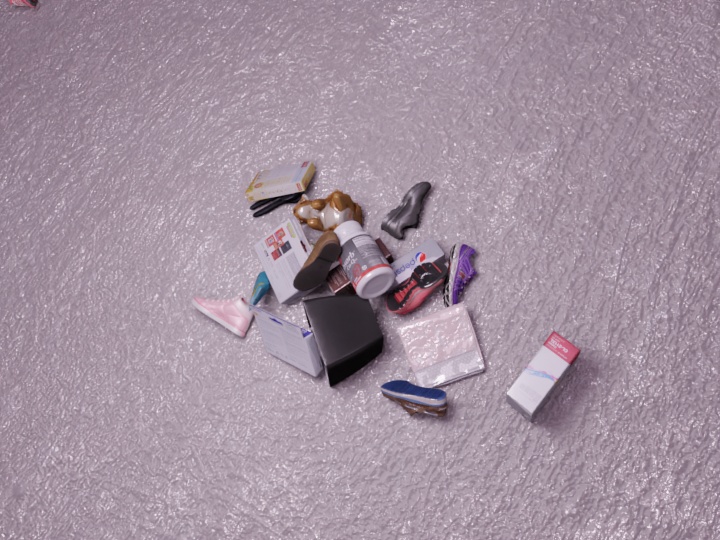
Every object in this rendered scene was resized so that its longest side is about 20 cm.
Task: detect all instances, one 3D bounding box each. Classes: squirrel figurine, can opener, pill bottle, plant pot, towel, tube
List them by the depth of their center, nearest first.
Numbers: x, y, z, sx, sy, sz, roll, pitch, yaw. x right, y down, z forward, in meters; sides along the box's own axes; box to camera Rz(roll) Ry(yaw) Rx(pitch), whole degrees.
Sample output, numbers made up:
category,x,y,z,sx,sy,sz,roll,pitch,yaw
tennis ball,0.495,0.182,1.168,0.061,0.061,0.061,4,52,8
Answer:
category,x,y,z,sx,sy,sz,roll,pitch,yaw
towel,0.220,0.210,1.608,0.197,0.032,0.194,-20,82,5
pill bottle,0.002,-0.032,1.609,0.115,0.116,0.201,-32,57,1
plant pot,-0.040,0.176,1.626,0.175,0.200,0.202,-18,67,-8
tube,-0.291,0.055,1.723,0.050,0.200,0.078,23,105,-8
squirrel figurine,-0.101,-0.171,1.779,0.184,0.199,0.144,7,106,31
can opener,-0.265,-0.229,1.885,0.197,0.079,0.064,-20,75,16

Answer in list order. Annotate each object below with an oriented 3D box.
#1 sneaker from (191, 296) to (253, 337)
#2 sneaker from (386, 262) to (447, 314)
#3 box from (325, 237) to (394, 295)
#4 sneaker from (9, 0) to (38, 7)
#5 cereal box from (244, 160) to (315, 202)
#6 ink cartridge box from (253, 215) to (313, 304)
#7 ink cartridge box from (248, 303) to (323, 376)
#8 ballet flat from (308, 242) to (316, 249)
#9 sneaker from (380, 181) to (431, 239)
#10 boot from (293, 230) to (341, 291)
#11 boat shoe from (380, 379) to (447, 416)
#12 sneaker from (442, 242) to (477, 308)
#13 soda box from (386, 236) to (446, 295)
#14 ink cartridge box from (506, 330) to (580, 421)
category,x,y,z,sx,sy,sz,roll,pitch,yaw
sneaker,-0.409,0.109,1.791,0.198,0.075,0.106,30,84,13
sneaker,0.162,0.051,1.661,0.199,0.087,0.074,-38,59,7
box,0.000,0.000,1.720,0.198,0.100,0.075,-32,67,0
sneaker,-1.425,-1.137,2.482,0.200,0.074,0.087,41,97,26
cereal box,-0.250,-0.281,1.861,0.197,0.040,0.145,-7,34,19
ink cartridge box,-0.195,-0.032,1.741,0.175,0.084,0.202,-33,75,24
ink cartridge box,-0.204,0.181,1.635,0.198,0.202,0.041,20,50,32
ballet flat,-0.124,-0.064,1.791,0.197,0.070,0.071,-7,69,11
sneaker,0.151,-0.177,1.771,0.091,0.076,0.201,41,91,13
boot,-0.119,-0.025,1.630,0.200,0.073,0.076,-49,32,28
boat shoe,0.138,0.347,1.574,0.198,0.072,0.074,7,113,38
sneaker,0.283,0.021,1.663,0.082,0.081,0.203,14,80,-1
soda box,0.147,-0.008,1.708,0.199,0.064,0.069,-33,66,0
ink cartridge box,0.457,0.269,1.493,0.083,0.146,0.201,37,82,23
